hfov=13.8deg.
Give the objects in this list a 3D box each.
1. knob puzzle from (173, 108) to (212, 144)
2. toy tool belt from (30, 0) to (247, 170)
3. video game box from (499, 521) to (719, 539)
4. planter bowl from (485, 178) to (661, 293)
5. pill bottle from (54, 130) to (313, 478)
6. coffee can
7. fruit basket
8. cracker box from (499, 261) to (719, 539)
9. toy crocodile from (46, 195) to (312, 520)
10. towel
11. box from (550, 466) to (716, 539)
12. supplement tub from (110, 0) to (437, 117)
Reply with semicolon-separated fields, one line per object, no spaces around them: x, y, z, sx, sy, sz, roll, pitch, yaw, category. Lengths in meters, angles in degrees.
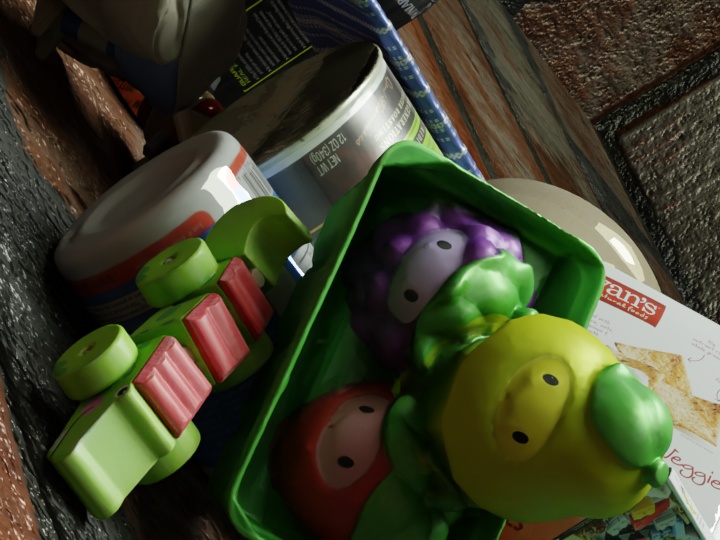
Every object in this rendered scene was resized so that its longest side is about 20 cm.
-0.059;0.018;1.728;0.220;0.030;0.221;-18;90;-76;knob puzzle
-0.130;-0.154;1.681;0.123;0.125;0.201;35;-30;17;toy tool belt
0.109;0.168;1.641;0.181;0.047;0.201;24;41;-3;video game box
0.090;0.056;1.983;0.201;0.200;0.135;57;36;-6;planter bowl
-0.055;0.040;1.492;0.201;0.112;0.112;56;10;-15;pill bottle
0.000;0.000;1.605;0.201;0.146;0.147;56;10;-18;coffee can
0.042;0.058;1.367;0.155;0.216;0.216;29;22;-22;fruit basket
0.148;0.093;1.660;0.133;0.058;0.200;28;40;6;cracker box
-0.081;0.038;1.357;0.068;0.062;0.200;57;39;-17;toy crocodile
0.009;-0.101;1.667;0.201;0.024;0.145;58;-12;-27;towel
0.103;0.199;1.521;0.110;0.199;0.035;58;10;1;box
-0.058;-0.167;1.829;0.123;0.199;0.123;55;10;-15;supplement tub
